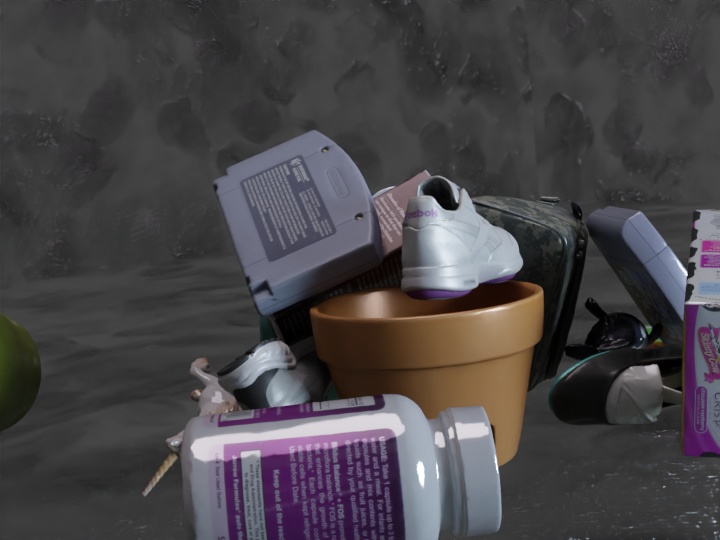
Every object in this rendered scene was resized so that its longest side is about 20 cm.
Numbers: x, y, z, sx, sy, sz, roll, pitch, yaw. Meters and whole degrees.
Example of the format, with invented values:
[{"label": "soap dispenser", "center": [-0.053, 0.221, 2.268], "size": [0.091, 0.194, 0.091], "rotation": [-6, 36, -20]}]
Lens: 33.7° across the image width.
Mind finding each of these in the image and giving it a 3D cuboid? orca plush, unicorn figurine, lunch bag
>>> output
[{"label": "orca plush", "center": [0.237, 0.065, 1.199], "size": [0.105, 0.071, 0.199], "rotation": [-42, -17, 23]}, {"label": "unicorn figurine", "center": [-0.111, 0.131, 1.078], "size": [0.198, 0.075, 0.137], "rotation": [-2, 16, -21]}, {"label": "lunch bag", "center": [0.160, 0.020, 1.250], "size": [0.138, 0.202, 0.167], "rotation": [17, 11, 19]}]

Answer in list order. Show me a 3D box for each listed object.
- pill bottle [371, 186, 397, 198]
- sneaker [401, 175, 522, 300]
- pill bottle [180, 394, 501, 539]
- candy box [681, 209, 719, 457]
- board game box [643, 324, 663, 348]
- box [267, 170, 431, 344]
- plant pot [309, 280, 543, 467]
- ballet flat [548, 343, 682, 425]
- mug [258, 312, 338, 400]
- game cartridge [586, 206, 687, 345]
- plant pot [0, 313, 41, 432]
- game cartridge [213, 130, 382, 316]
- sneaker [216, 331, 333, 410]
[{"label": "pill bottle", "center": [0.048, -0.013, 1.301], "size": [0.111, 0.113, 0.200], "rotation": [-5, -23, 4]}, {"label": "sneaker", "center": [0.089, -0.033, 1.022], "size": [0.074, 0.101, 0.200], "rotation": [-5, 5, 22]}, {"label": "pill bottle", "center": [-0.012, 0.141, 0.778], "size": [0.198, 0.114, 0.112], "rotation": [-6, 7, -3]}, {"label": "candy box", "center": [0.302, 0.047, 0.993], "size": [0.060, 0.138, 0.200], "rotation": [2, 23, 16]}, {"label": "board game box", "center": [0.385, 0.081, 1.327], "size": [0.199, 0.030, 0.095], "rotation": [3, 10, 38]}, {"label": "box", "center": [0.000, 0.000, 1.129], "size": [0.199, 0.075, 0.100], "rotation": [-27, -35, -7]}, {"label": "plant pot", "center": [0.062, 0.091, 1.014], "size": [0.198, 0.142, 0.200], "rotation": [-6, 7, 1]}, {"label": "ballet flat", "center": [0.260, 0.104, 1.086], "size": [0.199, 0.069, 0.068], "rotation": [-11, 21, -39]}, {"label": "mug", "center": [-0.041, 0.066, 1.264], "size": [0.113, 0.154, 0.185], "rotation": [-4, 7, 2]}, {"label": "game cartridge", "center": [0.308, 0.026, 1.202], "size": [0.041, 0.201, 0.133], "rotation": [-36, 8, 2]}, {"label": "plant pot", "center": [-0.418, 0.104, 1.195], "size": [0.198, 0.203, 0.193], "rotation": [-4, -5, 9]}, {"label": "game cartridge", "center": [-0.055, -0.049, 1.085], "size": [0.132, 0.042, 0.201], "rotation": [-20, 40, -4]}, {"label": "sneaker", "center": [-0.058, 0.102, 1.041], "size": [0.074, 0.080, 0.200], "rotation": [-32, -8, 18]}]
